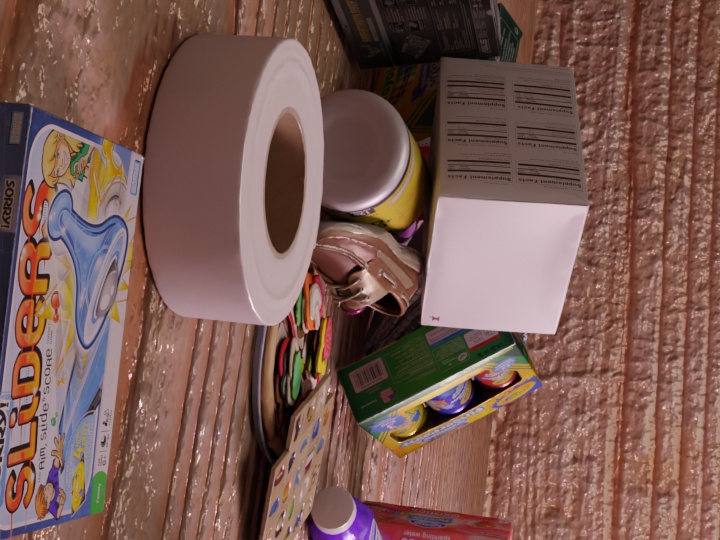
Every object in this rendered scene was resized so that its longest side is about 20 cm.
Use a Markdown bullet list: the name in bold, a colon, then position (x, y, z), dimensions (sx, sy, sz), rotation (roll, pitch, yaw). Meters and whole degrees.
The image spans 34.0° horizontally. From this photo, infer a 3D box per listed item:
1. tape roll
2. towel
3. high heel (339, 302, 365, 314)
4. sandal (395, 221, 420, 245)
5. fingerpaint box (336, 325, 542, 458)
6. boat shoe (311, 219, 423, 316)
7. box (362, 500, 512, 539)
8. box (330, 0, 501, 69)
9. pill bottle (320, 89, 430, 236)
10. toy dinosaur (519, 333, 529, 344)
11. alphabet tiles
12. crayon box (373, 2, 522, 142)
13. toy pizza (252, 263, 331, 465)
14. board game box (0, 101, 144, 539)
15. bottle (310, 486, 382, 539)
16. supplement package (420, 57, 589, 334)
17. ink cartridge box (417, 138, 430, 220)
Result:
- **tape roll**: position (-0.084, -0.064, 0.838), dimensions (0.202, 0.070, 0.206), rotation (4, 90, -77)
- **towel**: position (0.087, 0.021, 1.417), dimensions (0.201, 0.085, 0.167), rotation (-56, -171, 41)
- **high heel**: position (0.013, -0.014, 1.278), dimensions (0.097, 0.066, 0.202), rotation (66, 27, -45)
- **sandal**: position (0.056, -0.069, 1.496), dimensions (0.202, 0.049, 0.084), rotation (22, 73, -76)
- **fingerpaint box**: position (0.095, 0.126, 1.353), dimensions (0.074, 0.198, 0.167), rotation (66, 8, 28)
- **boat shoe**: position (0.000, 0.000, 1.115), dimensions (0.199, 0.075, 0.073), rotation (22, 74, -53)
- **box**: position (0.085, 0.357, 1.458), dimensions (0.095, 0.197, 0.104), rotation (-14, 110, -78)
- **box**: position (0.056, -0.270, 1.169), dimensions (0.200, 0.156, 0.049), rotation (54, 35, -70)
- **pill bottle**: position (0.007, -0.092, 1.135), dimensions (0.200, 0.110, 0.114), rotation (40, 56, -74)
- **toy dinosaur**: position (0.164, 0.058, 1.448), dimensions (0.135, 0.198, 0.104), rotation (-21, 94, -58)
- **alphabet tiles**: position (-0.063, 0.204, 1.093), dimensions (0.166, 0.006, 0.203), rotation (-46, 149, -66)
- **crayon box**: position (0.081, -0.210, 1.333), dimensions (0.052, 0.198, 0.127), rotation (45, 42, -31)
- **toy pizza**: position (-0.057, 0.083, 1.100), dimensions (0.200, 0.031, 0.204), rotation (5, 90, -77)
- **board game box**: position (-0.163, 0.028, 0.601), dimensions (0.135, 0.034, 0.204), rotation (18, 78, -77)
- **bottle**: position (-0.015, 0.297, 1.294), dimensions (0.201, 0.064, 0.085), rotation (76, 22, -56)
- **supplement package**: position (0.141, -0.076, 1.208), dimensions (0.193, 0.144, 0.202), rotation (94, 0, -48)
- **ink cartridge box**: position (0.092, -0.148, 1.406), dimensions (0.202, 0.114, 0.068), rotation (-88, 175, -48)
